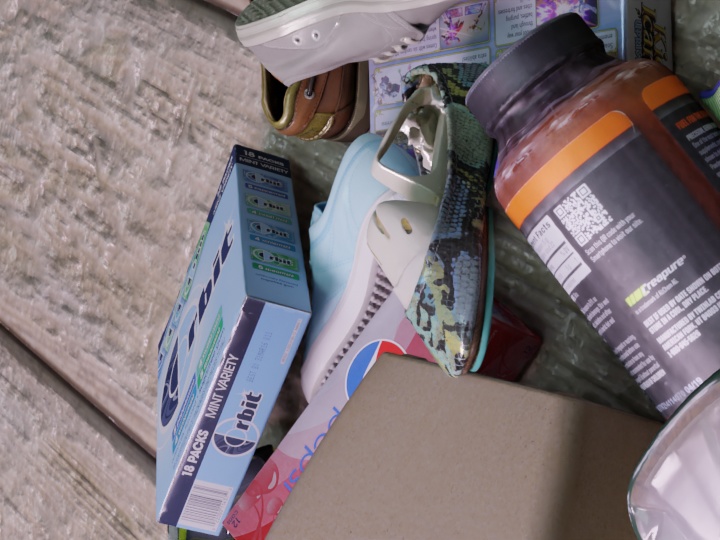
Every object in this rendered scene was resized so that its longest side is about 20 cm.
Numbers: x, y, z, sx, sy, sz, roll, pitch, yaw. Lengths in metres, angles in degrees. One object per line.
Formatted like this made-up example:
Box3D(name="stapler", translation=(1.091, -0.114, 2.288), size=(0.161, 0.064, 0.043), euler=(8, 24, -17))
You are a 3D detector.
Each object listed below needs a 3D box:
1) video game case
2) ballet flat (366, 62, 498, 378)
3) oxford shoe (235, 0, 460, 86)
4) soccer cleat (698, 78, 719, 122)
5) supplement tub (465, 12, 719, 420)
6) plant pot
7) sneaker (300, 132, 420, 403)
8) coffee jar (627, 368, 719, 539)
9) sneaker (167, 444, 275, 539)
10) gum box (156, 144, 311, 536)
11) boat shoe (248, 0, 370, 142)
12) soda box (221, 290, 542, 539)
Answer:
Box3D(name="video game case", translation=(0.084, -0.143, 0.898), size=(0.200, 0.045, 0.182), euler=(-3, 87, 48))
Box3D(name="ballet flat", translation=(0.036, -0.031, 0.806), size=(0.074, 0.074, 0.200), euler=(-42, 28, 39))
Box3D(name="oxford shoe", translation=(0.015, -0.150, 0.905), size=(0.200, 0.075, 0.058), euler=(-12, 123, 40))
Box3D(name="soccer cleat", translation=(0.207, -0.147, 0.704), size=(0.084, 0.065, 0.200), euler=(39, 118, 44))
Box3D(name="supplement tub", translation=(0.137, -0.026, 0.755), size=(0.200, 0.107, 0.107), euler=(54, 129, 10))
Box3D(name="plant pot", translation=(0.077, 0.147, 0.806), size=(0.200, 0.200, 0.177), euler=(12, 86, 47))
Box3D(name="sneaker", translation=(0.000, 0.000, 0.955), size=(0.082, 0.074, 0.200), euler=(59, 142, 33))
Box3D(name="coffee jar", translation=(0.203, 0.071, 0.650), size=(0.085, 0.200, 0.104), euler=(49, 127, 24))
Box3D(name="sneaker", translation=(-0.092, 0.203, 1.082), size=(0.081, 0.074, 0.200), euler=(40, 122, 25))
Box3D(name="gum box", translation=(-0.085, 0.039, 1.014), size=(0.200, 0.044, 0.170), euler=(-103, 32, -59))
Box3D(name="boat shoe", translation=(-0.033, -0.182, 1.011), size=(0.072, 0.068, 0.200), euler=(-16, 77, 48))
Box3D(name="soda box", translation=(0.012, 0.094, 0.915), size=(0.200, 0.070, 0.063), euler=(-54, 52, 9))
